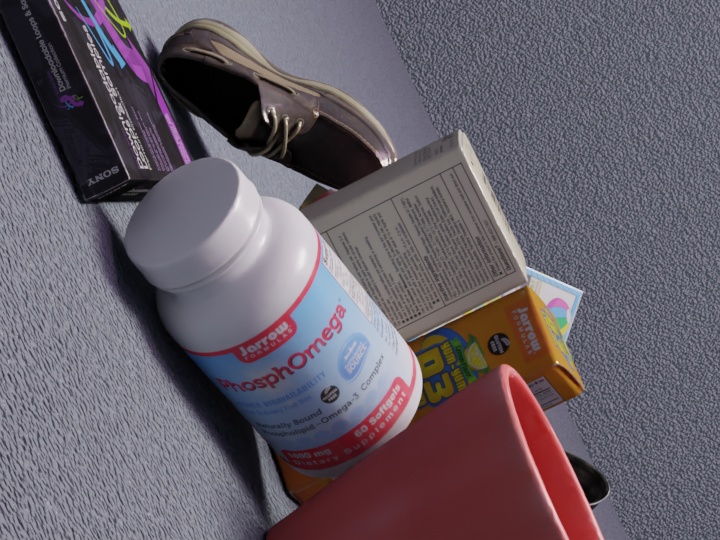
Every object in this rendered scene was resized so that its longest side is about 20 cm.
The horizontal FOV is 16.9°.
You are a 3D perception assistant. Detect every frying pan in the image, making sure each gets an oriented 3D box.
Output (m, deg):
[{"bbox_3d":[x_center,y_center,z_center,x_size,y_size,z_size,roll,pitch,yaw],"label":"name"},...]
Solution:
[{"bbox_3d":[0.111,0.139,1.818,0.190,0.114,0.031,42,-56,57],"label":"frying pan"}]

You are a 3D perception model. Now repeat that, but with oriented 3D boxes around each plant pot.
[{"bbox_3d":[0.051,0.183,1.449,0.201,0.176,0.201,62,8,-15],"label":"plant pot"}]

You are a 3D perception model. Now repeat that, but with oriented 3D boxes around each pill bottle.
[{"bbox_3d":[-0.054,0.027,1.468,0.200,0.108,0.109,50,15,-37],"label":"pill bottle"}]

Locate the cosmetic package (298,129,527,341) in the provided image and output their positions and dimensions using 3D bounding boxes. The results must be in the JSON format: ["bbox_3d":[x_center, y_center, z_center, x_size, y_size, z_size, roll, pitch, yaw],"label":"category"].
[{"bbox_3d":[0.000,0.000,1.590,0.106,0.199,0.071,64,8,-10],"label":"cosmetic package"}]

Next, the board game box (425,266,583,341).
[{"bbox_3d":[0.066,0.085,1.694,0.134,0.201,0.034,23,-5,-34],"label":"board game box"}]

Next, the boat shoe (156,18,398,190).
[{"bbox_3d":[-0.067,-0.108,1.783,0.199,0.075,0.073,30,33,11],"label":"boat shoe"}]

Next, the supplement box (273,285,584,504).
[{"bbox_3d":[0.041,0.086,1.586,0.067,0.199,0.069,68,9,28],"label":"supplement box"}]

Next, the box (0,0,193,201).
[{"bbox_3d":[-0.160,-0.112,1.495,0.144,0.036,0.200,65,10,1],"label":"box"}]

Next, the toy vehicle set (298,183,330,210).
[{"bbox_3d":[0.039,0.025,1.823,0.199,0.027,0.124,31,-28,11],"label":"toy vehicle set"}]

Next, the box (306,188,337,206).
[{"bbox_3d":[0.007,0.055,1.736,0.201,0.094,0.103,60,-13,-25],"label":"box"}]
